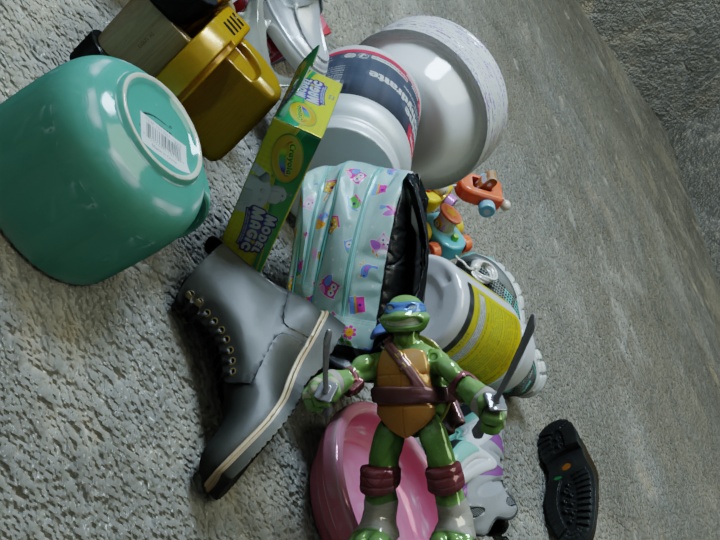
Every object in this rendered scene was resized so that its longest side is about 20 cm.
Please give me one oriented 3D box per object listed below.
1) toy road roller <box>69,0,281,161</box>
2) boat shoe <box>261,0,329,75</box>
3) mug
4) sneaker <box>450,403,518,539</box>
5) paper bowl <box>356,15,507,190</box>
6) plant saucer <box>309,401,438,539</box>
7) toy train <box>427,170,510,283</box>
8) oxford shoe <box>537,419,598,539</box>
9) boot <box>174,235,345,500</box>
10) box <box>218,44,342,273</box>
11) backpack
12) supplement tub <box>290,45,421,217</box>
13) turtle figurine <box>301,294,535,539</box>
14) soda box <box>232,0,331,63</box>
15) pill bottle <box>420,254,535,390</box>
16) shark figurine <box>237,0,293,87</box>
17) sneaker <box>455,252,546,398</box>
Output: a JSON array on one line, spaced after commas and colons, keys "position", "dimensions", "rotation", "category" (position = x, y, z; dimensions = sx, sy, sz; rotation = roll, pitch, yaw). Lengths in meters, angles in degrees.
[{"position": [-0.140, -0.178, 1.039], "dimensions": [0.146, 0.123, 0.200], "rotation": [45, 17, -12], "category": "toy road roller"}, {"position": [-0.070, -0.293, 1.273], "dimensions": [0.072, 0.068, 0.201], "rotation": [10, 55, -61], "category": "boat shoe"}, {"position": [-0.182, -0.084, 0.916], "dimensions": [0.152, 0.114, 0.185], "rotation": [60, 23, -6], "category": "mug"}, {"position": [0.129, 0.224, 1.306], "dimensions": [0.140, 0.078, 0.200], "rotation": [62, 32, -7], "category": "sneaker"}, {"position": [0.064, -0.190, 1.446], "dimensions": [0.201, 0.200, 0.104], "rotation": [60, 40, -8], "category": "paper bowl"}, {"position": [0.018, 0.218, 1.097], "dimensions": [0.201, 0.051, 0.201], "rotation": [47, 27, -33], "category": "plant saucer"}, {"position": [0.134, -0.080, 1.575], "dimensions": [0.150, 0.056, 0.200], "rotation": [19, 40, -12], "category": "toy train"}, {"position": [0.276, 0.281, 1.549], "dimensions": [0.084, 0.073, 0.200], "rotation": [53, 25, -27], "category": "oxford shoe"}, {"position": [-0.113, 0.073, 0.981], "dimensions": [0.138, 0.077, 0.200], "rotation": [37, 40, -4], "category": "boot"}, {"position": [-0.070, -0.087, 1.060], "dimensions": [0.048, 0.200, 0.117], "rotation": [22, 32, -4], "category": "box"}, {"position": [0.000, 0.000, 1.131], "dimensions": [0.167, 0.126, 0.201], "rotation": [35, 62, -84], "category": "backpack"}, {"position": [-0.011, -0.141, 1.304], "dimensions": [0.140, 0.140, 0.200], "rotation": [53, 25, -23], "category": "supplement tub"}, {"position": [0.033, 0.122, 0.943], "dimensions": [0.200, 0.143, 0.195], "rotation": [-170, -104, -70], "category": "turtle figurine"}, {"position": [-0.101, -0.263, 1.345], "dimensions": [0.070, 0.063, 0.200], "rotation": [60, 23, -7], "category": "soda box"}, {"position": [0.112, 0.067, 1.378], "dimensions": [0.200, 0.114, 0.115], "rotation": [32, 38, -51], "category": "pill bottle"}, {"position": [-0.091, -0.215, 1.198], "dimensions": [0.128, 0.089, 0.215], "rotation": [102, -3, -48], "category": "shark figurine"}, {"position": [0.169, 0.070, 1.552], "dimensions": [0.091, 0.077, 0.200], "rotation": [-11, 74, -62], "category": "sneaker"}]
